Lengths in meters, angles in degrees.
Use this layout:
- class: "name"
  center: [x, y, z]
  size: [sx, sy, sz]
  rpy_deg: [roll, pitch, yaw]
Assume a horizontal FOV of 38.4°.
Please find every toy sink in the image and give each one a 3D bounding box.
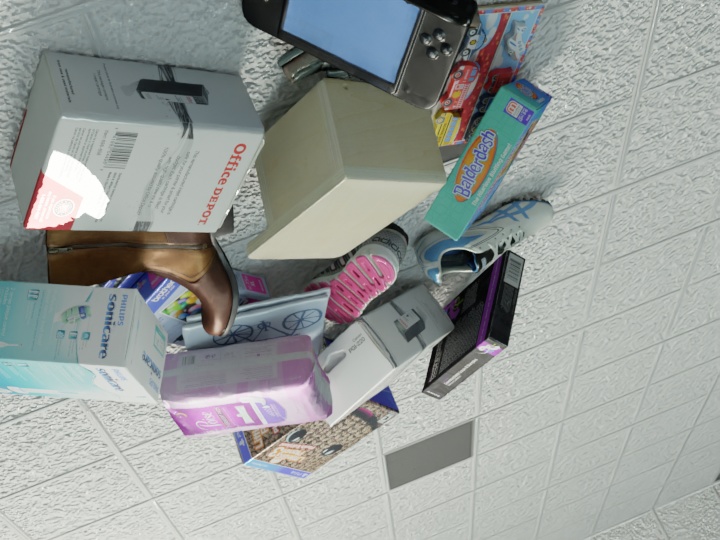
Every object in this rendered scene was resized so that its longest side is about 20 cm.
- class: "toy sink"
  center: [-0.029, -0.101, 1.059]
  size: [0.129, 0.114, 0.199]
  rpy_deg: [-1, 159, -36]

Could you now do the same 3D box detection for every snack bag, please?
- class: "snack bag"
  center: [-0.130, 0.092, 1.317]
  size: [0.185, 0.022, 0.201]
  rpy_deg: [-13, 151, -12]

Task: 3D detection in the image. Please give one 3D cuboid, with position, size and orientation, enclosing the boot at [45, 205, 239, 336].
- class: "boot"
  center: [-0.231, 0.004, 1.102]
  size: [0.197, 0.069, 0.191]
  rpy_deg: [-12, 129, -21]

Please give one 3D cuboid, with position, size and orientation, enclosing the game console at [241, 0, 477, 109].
- class: "game console"
  center: [-0.017, -0.205, 0.833]
  size: [0.197, 0.117, 0.177]
  rpy_deg: [27, 140, 3]

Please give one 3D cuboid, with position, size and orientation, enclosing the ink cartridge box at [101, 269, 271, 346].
- class: "ink cartridge box"
  center: [-0.215, 0.038, 1.236]
  size: [0.119, 0.042, 0.198]
  rpy_deg: [-41, 144, 25]

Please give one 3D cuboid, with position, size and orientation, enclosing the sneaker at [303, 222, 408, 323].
- class: "sneaker"
  center: [0.000, 0.000, 1.290]
  size: [0.088, 0.074, 0.200]
  rpy_deg: [-54, -170, -35]

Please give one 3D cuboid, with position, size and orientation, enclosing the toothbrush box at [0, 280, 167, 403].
- class: "toothbrush box"
  center: [-0.316, 0.077, 1.082]
  size: [0.196, 0.087, 0.147]
  rpy_deg: [4, 159, 6]

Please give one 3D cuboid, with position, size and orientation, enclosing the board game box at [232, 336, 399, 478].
- class: "board game box"
  center: [-0.071, 0.208, 1.535]
  size: [0.199, 0.098, 0.159]
  rpy_deg: [-37, 147, 19]

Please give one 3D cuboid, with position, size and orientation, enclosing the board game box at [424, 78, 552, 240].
- class: "board game box"
  center: [0.139, -0.123, 1.095]
  size: [0.154, 0.045, 0.200]
  rpy_deg: [-60, 174, 18]

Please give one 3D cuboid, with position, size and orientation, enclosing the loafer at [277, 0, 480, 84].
- class: "loafer"
  center: [0.020, -0.217, 0.967]
  size: [0.197, 0.064, 0.072]
  rpy_deg: [-27, -172, 1]

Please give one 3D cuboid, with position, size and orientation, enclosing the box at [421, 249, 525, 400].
- class: "box"
  center: [0.154, 0.079, 1.428]
  size: [0.036, 0.145, 0.200]
  rpy_deg: [25, 146, -12]

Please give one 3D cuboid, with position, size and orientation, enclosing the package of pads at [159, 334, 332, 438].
- class: "package of pads"
  center: [-0.139, 0.143, 1.266]
  size: [0.196, 0.077, 0.121]
  rpy_deg: [-8, 145, 7]

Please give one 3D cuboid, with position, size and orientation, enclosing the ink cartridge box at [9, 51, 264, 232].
- class: "ink cartridge box"
  center: [-0.208, -0.113, 0.965]
  size: [0.197, 0.085, 0.145]
  rpy_deg: [1, 140, -34]

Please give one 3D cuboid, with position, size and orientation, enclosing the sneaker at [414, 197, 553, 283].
- class: "sneaker"
  center: [0.170, -0.037, 1.362]
  size: [0.197, 0.073, 0.072]
  rpy_deg: [-21, 148, -9]

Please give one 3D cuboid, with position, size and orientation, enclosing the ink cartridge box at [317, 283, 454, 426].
- class: "ink cartridge box"
  center: [0.023, 0.110, 1.394]
  size: [0.146, 0.085, 0.199]
  rpy_deg: [-44, 169, 28]

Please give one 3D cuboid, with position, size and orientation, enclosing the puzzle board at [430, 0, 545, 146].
- class: "puzzle board"
  center: [0.106, -0.203, 1.118]
  size: [0.148, 0.018, 0.201]
  rpy_deg: [-12, 146, -22]
